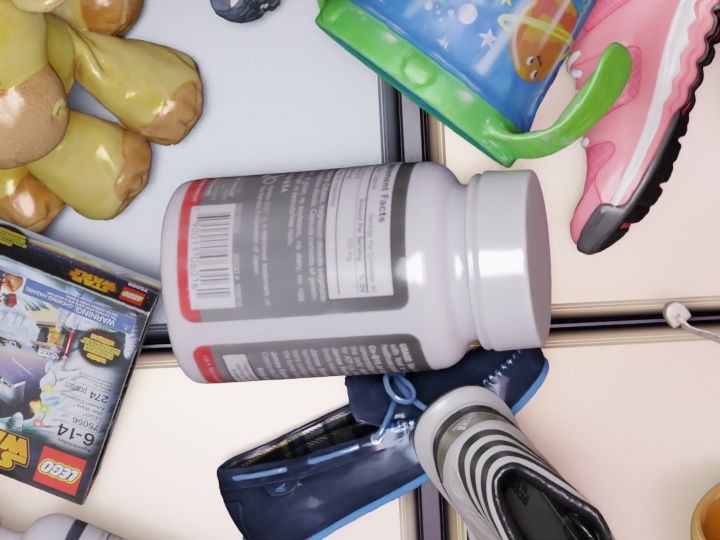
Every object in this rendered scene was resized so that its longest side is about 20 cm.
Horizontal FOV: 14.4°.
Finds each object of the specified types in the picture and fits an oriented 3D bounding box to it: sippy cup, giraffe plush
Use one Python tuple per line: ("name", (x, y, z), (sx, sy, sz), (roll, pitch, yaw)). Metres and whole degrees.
("sippy cup", (0.065, -0.147, 1.551), (0.177, 0.140, 0.131), (36, 91, -3))
("giraffe plush", (-0.193, -0.113, 1.542), (0.200, 0.162, 0.173), (42, 93, -2))

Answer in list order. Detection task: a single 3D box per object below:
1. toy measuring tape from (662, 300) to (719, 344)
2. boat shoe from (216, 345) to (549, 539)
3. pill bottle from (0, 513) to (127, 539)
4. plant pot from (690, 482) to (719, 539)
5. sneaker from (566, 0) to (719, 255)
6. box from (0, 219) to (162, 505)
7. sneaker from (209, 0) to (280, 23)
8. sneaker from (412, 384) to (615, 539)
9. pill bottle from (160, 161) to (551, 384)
("toy measuring tape", (0.271, 0.031, 1.593), (0.199, 0.074, 0.074), (20, 93, -1))
("boat shoe", (0.010, 0.087, 1.589), (0.199, 0.084, 0.069), (-34, 103, 0))
("pill bottle", (-0.152, 0.203, 1.580), (0.199, 0.120, 0.120), (22, 93, 0))
("plant pot", (0.281, 0.219, 1.552), (0.199, 0.200, 0.185), (-4, 108, 1))
("sneaker", (0.146, -0.109, 1.596), (0.086, 0.074, 0.201), (21, 89, 13))
("box", (-0.223, 0.034, 1.585), (0.199, 0.040, 0.138), (21, 120, 0))
("sneaker", (-0.051, -0.236, 1.589), (0.086, 0.078, 0.201), (20, 86, 11))
("sneaker", (0.105, 0.160, 1.544), (0.076, 0.115, 0.201), (-38, 125, 0))
("pill bottle", (0.000, 0.000, 1.554), (0.199, 0.114, 0.115), (-4, 93, 12))
